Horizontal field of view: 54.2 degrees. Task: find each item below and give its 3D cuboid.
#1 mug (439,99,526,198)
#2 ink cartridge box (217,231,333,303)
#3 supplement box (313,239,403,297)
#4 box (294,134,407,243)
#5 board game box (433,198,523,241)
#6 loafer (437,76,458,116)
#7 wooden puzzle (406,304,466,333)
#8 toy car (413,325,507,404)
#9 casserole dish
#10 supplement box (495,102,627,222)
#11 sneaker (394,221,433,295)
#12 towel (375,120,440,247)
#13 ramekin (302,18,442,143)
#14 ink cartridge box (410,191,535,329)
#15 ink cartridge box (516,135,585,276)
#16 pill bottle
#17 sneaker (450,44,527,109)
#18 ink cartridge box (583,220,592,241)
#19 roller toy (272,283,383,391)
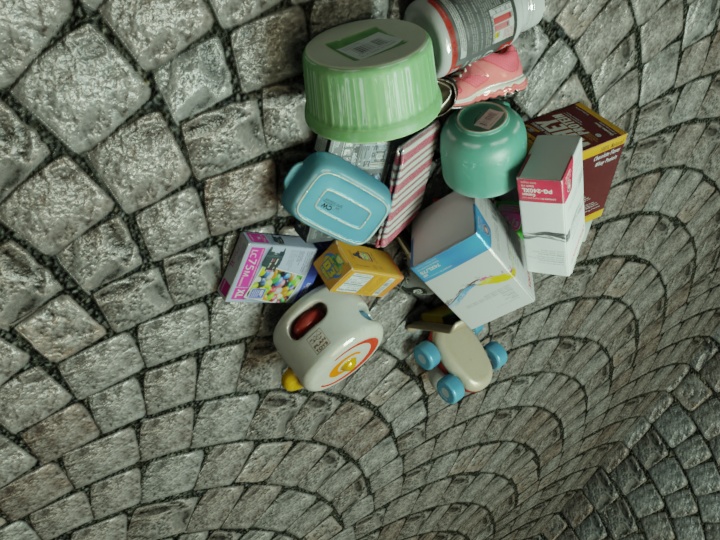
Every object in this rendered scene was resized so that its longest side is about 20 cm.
[{"bbox_3d":[0.210,-0.231,1.227,0.149,0.187,0.115,-12,138,2],"label":"mug"},{"bbox_3d":[-0.136,-0.001,1.214,0.198,0.042,0.120,2,125,-44],"label":"ink cartridge box"},{"bbox_3d":[0.000,0.000,1.270,0.069,0.067,0.199,-40,157,18],"label":"supplement box"},{"bbox_3d":[-0.017,-0.147,1.169,0.156,0.051,0.202,-9,130,-35],"label":"box"},{"bbox_3d":[0.237,-0.067,1.386,0.196,0.041,0.155,2,133,3],"label":"board game box"},{"bbox_3d":[0.066,-0.253,1.086,0.197,0.071,0.074,-15,118,-12],"label":"loafer"},{"bbox_3d":[0.215,0.090,1.521,0.183,0.199,0.038,-20,94,-26],"label":"wooden puzzle"},{"bbox_3d":[0.205,0.221,1.655,0.183,0.178,0.200,-31,170,-30],"label":"toy car"},{"bbox_3d":[-0.032,-0.105,1.113,0.198,0.039,0.122,25,112,-34],"label":"casserole dish"},{"bbox_3d":[0.396,-0.195,1.414,0.195,0.133,0.202,-22,138,-23],"label":"supplement box"},{"bbox_3d":[0.095,-0.011,1.380,0.115,0.076,0.200,-23,125,36],"label":"sneaker"},{"bbox_3d":[0.079,-0.151,1.219,0.146,0.030,0.202,-44,152,-50],"label":"towel"},{"bbox_3d":[0.013,-0.269,0.971,0.198,0.200,0.099,-25,132,-20],"label":"ramekin"},{"bbox_3d":[0.207,-0.024,1.298,0.145,0.148,0.200,-28,124,29],"label":"ink cartridge box"},{"bbox_3d":[0.340,-0.113,1.241,0.146,0.082,0.202,-56,142,-42],"label":"ink cartridge box"},{"bbox_3d":[0.173,-0.380,1.063,0.198,0.116,0.117,-28,140,-17],"label":"pill bottle"},{"bbox_3d":[0.184,-0.325,1.180,0.197,0.074,0.088,-19,108,-17],"label":"sneaker"},{"bbox_3d":[0.401,-0.067,1.555,0.196,0.044,0.175,-8,136,-10],"label":"ink cartridge box"},{"bbox_3d":[-0.057,0.126,1.286,0.198,0.140,0.183,-23,154,-36],"label":"roller toy"}]
